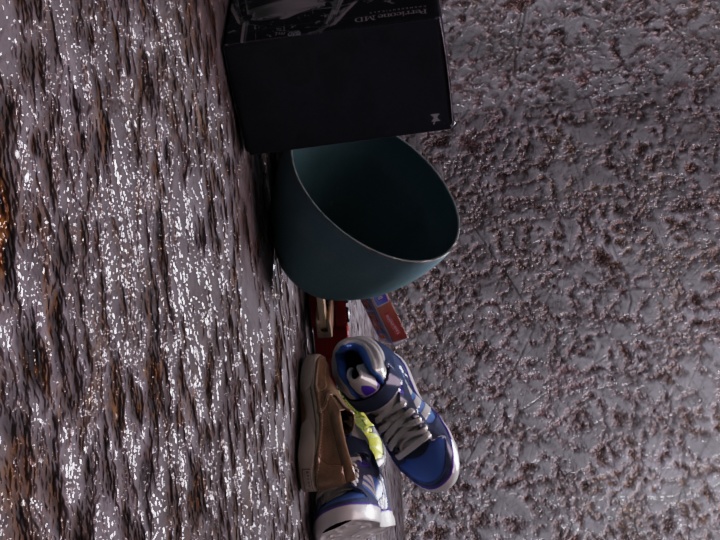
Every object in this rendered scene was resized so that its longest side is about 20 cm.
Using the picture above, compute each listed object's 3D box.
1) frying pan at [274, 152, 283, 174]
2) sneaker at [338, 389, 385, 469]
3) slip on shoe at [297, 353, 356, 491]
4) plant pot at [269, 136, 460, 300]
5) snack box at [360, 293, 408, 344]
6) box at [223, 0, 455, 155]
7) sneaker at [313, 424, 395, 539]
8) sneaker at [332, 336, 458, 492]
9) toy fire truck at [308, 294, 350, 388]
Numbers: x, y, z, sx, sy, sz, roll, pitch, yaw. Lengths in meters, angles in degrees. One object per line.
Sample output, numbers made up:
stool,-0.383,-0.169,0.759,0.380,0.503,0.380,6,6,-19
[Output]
frying pan,-0.081,-0.121,1.462,0.190,0.031,0.115,75,10,-50
sneaker,-0.017,0.193,1.755,0.200,0.075,0.076,-107,179,-50
slip on shoe,-0.036,0.167,1.489,0.200,0.061,0.076,-89,173,-58
plant pot,-0.016,-0.045,1.387,0.135,0.200,0.200,-51,-153,37
snack box,0.000,0.000,1.674,0.200,0.024,0.072,64,-12,-4
box,-0.018,-0.220,1.278,0.197,0.200,0.124,-91,173,-53
sneaker,-0.027,0.240,1.554,0.147,0.081,0.200,68,11,17
sneaker,0.031,0.168,1.574,0.146,0.081,0.200,28,31,-59
toy fire truck,-0.043,0.049,1.654,0.141,0.049,0.200,32,54,-85
